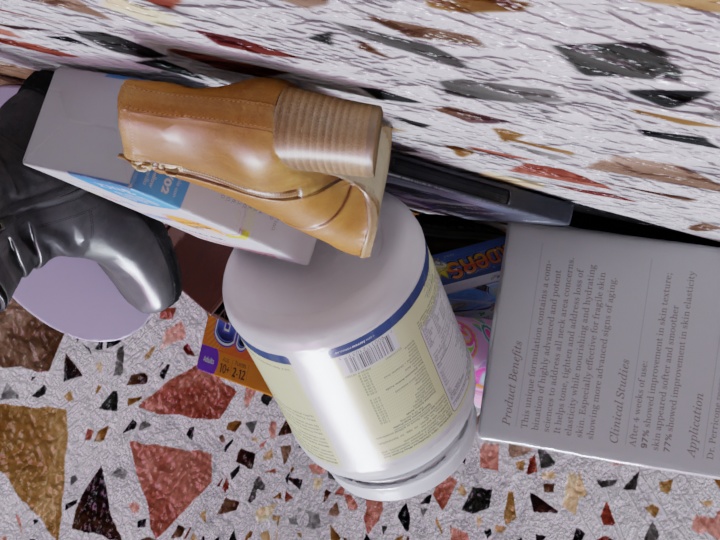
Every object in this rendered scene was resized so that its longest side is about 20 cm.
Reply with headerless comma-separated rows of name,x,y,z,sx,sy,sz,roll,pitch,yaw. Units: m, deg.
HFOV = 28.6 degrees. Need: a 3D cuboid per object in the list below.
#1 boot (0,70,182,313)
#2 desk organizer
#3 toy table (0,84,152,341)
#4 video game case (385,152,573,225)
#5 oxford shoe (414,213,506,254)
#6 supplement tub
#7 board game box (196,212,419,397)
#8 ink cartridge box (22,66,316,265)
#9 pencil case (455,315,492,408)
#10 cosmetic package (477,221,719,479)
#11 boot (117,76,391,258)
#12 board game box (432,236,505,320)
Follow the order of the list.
boot,-0.204,-0.017,0.929,0.069,0.132,0.201,1,133,38
desk organizer,-0.131,-0.006,1.238,0.077,0.072,0.200,40,176,2
toy table,-0.218,-0.048,1.069,0.182,0.202,0.117,-21,-171,1
video game case,0.030,-0.064,0.997,0.198,0.019,0.143,13,178,-25
oxford shoe,0.103,-0.002,1.317,0.072,0.085,0.199,17,178,38
supplement tub,0.000,0.055,1.001,0.144,0.145,0.201,11,143,33
board game box,-0.017,0.035,1.429,0.198,0.202,0.199,14,178,-33
ink cartridge box,-0.098,-0.059,0.905,0.114,0.068,0.199,15,174,42
pencil case,0.077,0.076,1.204,0.087,0.088,0.199,11,178,41
cosmetic package,0.208,0.062,1.100,0.198,0.169,0.166,9,178,14
boot,-0.057,-0.063,0.787,0.142,0.072,0.201,8,167,5
board game box,0.061,0.036,1.252,0.198,0.035,0.136,-15,149,-15
